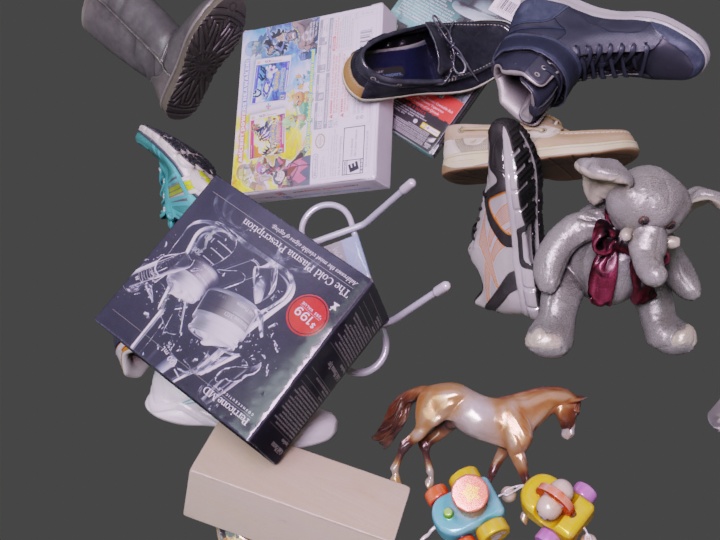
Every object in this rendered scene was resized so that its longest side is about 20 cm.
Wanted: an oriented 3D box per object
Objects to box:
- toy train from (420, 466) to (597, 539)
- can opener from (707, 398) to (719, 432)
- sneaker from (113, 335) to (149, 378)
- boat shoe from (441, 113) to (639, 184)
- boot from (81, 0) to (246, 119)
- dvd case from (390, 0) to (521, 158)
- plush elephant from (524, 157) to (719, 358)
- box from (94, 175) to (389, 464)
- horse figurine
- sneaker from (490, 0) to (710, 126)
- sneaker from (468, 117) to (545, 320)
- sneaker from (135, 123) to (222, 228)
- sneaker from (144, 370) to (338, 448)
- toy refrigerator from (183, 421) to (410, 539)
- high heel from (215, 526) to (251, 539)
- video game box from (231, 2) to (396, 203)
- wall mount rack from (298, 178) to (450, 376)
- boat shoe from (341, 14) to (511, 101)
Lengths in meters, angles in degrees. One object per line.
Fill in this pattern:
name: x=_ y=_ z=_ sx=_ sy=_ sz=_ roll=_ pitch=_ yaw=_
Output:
toy train: x=0.141 y=0.241 z=0.877 sx=0.199 sy=0.056 sz=0.151 roll=8 pitch=56 yaw=15
can opener: x=0.397 y=0.080 z=0.913 sx=0.067 sy=0.053 sz=0.200 roll=42 pitch=90 yaw=-9
sneaker: x=-0.177 y=0.061 z=1.077 sx=0.199 sy=0.078 sz=0.080 roll=-20 pitch=65 yaw=23
boat shoe: x=0.180 y=-0.130 z=1.022 sx=0.199 sy=0.072 sz=0.065 roll=-3 pitch=74 yaw=22
boot: x=-0.238 y=-0.300 z=1.184 sx=0.182 sy=0.072 sz=0.200 roll=-51 pitch=60 yaw=24
dvd case: x=0.081 y=-0.240 z=1.109 sx=0.146 sy=0.022 sz=0.200 roll=34 pitch=88 yaw=23
plush elephant: x=0.247 y=-0.026 z=0.906 sx=0.164 sy=0.155 sz=0.201 roll=6 pitch=71 yaw=-5
box: x=-0.109 y=0.046 z=0.953 sx=0.200 sy=0.104 sz=0.182 roll=33 pitch=78 yaw=21
horse figurine: x=0.106 y=0.159 z=0.975 sx=0.199 sy=0.050 sz=0.133 roll=13 pitch=87 yaw=17
sneaker: x=0.229 y=-0.196 z=0.991 sx=0.202 sy=0.077 sz=0.146 roll=19 pitch=57 yaw=19
sneaker: x=0.136 y=-0.047 z=0.976 sx=0.080 sy=0.074 sz=0.201 roll=0 pitch=104 yaw=31
sneaker: x=-0.201 y=-0.088 z=1.130 sx=0.080 sy=0.077 sz=0.200 roll=-44 pitch=67 yaw=11
sneaker: x=-0.117 y=0.127 z=1.016 sx=0.199 sy=0.070 sz=0.081 roll=14 pitch=99 yaw=2
toy refrigerator: x=-0.061 y=0.223 z=0.961 sx=0.199 sy=0.076 sz=0.070 roll=17 pitch=124 yaw=6
high heel: x=-0.063 y=0.269 z=0.997 sx=0.142 sy=0.071 sz=0.201 roll=-20 pitch=67 yaw=-1
video game box: x=-0.052 y=-0.179 z=1.103 sx=0.182 sy=0.047 sz=0.201 roll=-3 pitch=76 yaw=25
wall mount rack: x=0.000 y=0.000 z=1.039 sx=0.173 sy=0.075 sz=0.201 roll=-20 pitch=71 yaw=9
boat shoe: x=0.079 y=-0.221 z=1.032 sx=0.199 sy=0.062 sz=0.075 roll=-14 pitch=80 yaw=-15
